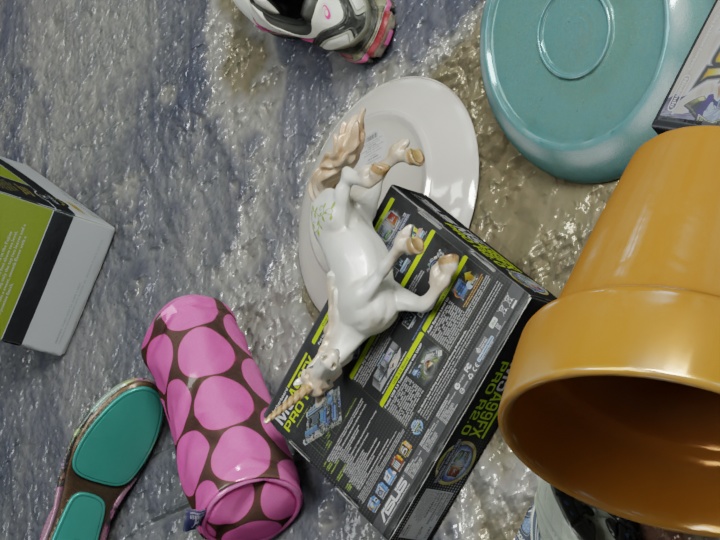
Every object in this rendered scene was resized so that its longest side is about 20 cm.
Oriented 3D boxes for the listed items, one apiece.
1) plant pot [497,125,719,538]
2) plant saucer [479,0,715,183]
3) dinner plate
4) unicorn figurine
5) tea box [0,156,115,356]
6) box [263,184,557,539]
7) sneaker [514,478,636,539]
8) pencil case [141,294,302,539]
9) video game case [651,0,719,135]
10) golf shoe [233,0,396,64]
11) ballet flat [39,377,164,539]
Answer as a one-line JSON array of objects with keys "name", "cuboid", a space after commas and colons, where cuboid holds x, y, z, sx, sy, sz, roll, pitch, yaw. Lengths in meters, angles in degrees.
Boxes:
[{"name": "plant pot", "cuboid": [0.195, 0.027, 1.090, 0.199, 0.200, 0.184, -14, 49, 45]}, {"name": "plant saucer", "cuboid": [0.151, -0.160, 1.290, 0.199, 0.027, 0.202, -1, 89, 45]}, {"name": "dinner plate", "cuboid": [0.012, -0.054, 1.448, 0.199, 0.024, 0.202, -23, 58, 42]}, {"name": "unicorn figurine", "cuboid": [0.000, 0.000, 1.319, 0.137, 0.073, 0.201, -39, 41, 39]}, {"name": "tea box", "cuboid": [-0.367, -0.036, 1.742, 0.200, 0.196, 0.134, 31, 99, 50]}, {"name": "box", "cuboid": [0.034, 0.065, 1.342, 0.160, 0.044, 0.201, 39, 106, 41]}, {"name": "sneaker", "cuboid": [0.143, 0.220, 1.161, 0.085, 0.077, 0.201, -55, 34, 33]}, {"name": "pencil case", "cuboid": [-0.114, 0.118, 1.480, 0.094, 0.090, 0.201, -58, 37, 35]}, {"name": "video game case", "cuboid": [0.286, -0.155, 1.132, 0.180, 0.025, 0.201, 15, 72, 50]}, {"name": "golf shoe", "cuboid": [-0.057, -0.226, 1.543, 0.200, 0.092, 0.073, 26, 96, 52]}, {"name": "ballet flat", "cuboid": [-0.226, 0.176, 1.606, 0.201, 0.069, 0.071, -67, 20, 5]}]
